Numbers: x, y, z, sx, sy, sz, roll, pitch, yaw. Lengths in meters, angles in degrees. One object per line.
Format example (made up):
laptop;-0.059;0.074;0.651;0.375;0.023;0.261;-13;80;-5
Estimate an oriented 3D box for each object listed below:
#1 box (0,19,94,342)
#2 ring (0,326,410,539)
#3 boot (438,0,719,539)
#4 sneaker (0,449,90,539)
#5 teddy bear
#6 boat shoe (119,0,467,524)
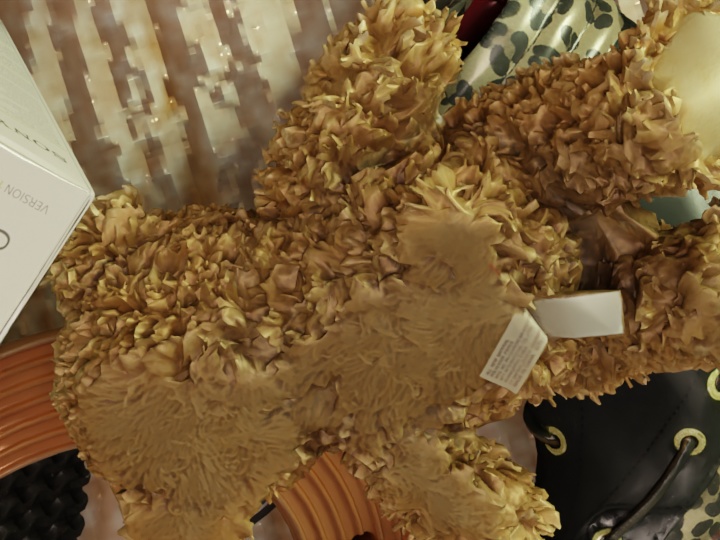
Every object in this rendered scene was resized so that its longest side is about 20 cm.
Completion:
box;-0.137;-0.004;0.727;0.036;0.200;0.145;30;102;-25
ring;-0.076;0.101;0.776;0.200;0.019;0.201;-12;120;-22
boot;0.047;0.025;0.768;0.154;0.074;0.204;36;104;-13
sneaker;-0.138;0.106;0.828;0.090;0.070;0.201;22;113;25
teddy bear;0.023;0.002;0.698;0.200;0.067;0.145;-36;108;18
boat shoe;0.000;0.000;0.802;0.067;0.057;0.200;35;100;-8
